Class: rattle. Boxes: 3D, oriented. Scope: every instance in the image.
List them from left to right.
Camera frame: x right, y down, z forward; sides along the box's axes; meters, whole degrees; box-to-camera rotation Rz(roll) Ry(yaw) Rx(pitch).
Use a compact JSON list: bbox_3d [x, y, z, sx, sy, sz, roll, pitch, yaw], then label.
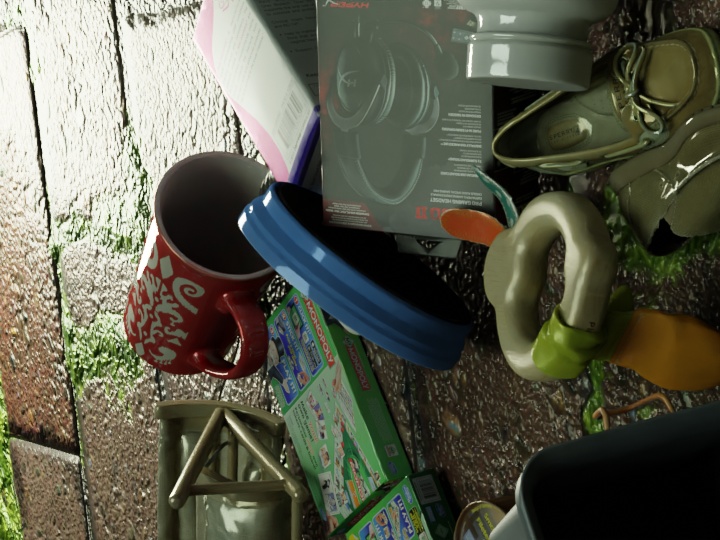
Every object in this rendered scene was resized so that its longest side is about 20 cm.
[{"bbox_3d":[0.152,0.000,1.399,0.200,0.142,0.131,-137,42,-67],"label":"rattle"}]

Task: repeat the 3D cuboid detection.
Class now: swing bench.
[{"bbox_3d":[-0.123,0.248,1.905,0.200,0.129,0.200,-112,22,-67],"label":"swing bench"}]

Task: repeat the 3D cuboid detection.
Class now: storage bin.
[{"bbox_3d":[0.177,0.163,1.322,0.134,0.199,0.146,129,125,-64],"label":"storage bin"}]

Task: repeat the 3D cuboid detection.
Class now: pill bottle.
[{"bbox_3d":[0.118,-0.220,1.342,0.111,0.111,0.201,7,92,59],"label":"pill bottle"}]

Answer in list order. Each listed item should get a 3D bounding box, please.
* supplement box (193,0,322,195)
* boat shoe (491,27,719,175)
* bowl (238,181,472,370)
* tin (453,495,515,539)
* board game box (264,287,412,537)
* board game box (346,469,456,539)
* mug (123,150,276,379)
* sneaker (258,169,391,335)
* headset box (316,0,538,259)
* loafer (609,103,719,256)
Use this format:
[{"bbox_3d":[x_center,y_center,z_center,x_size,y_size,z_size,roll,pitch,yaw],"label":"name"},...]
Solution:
[{"bbox_3d":[-0.047,-0.165,1.687,0.200,0.103,0.101,58,144,31],"label":"supplement box"},{"bbox_3d":[0.165,-0.108,1.373,0.200,0.063,0.074,-18,82,57],"label":"boat shoe"},{"bbox_3d":[0.000,0.000,1.578,0.039,0.200,0.201,-55,45,11],"label":"bowl"},{"bbox_3d":[0.134,0.263,1.568,0.200,0.042,0.112,62,150,28],"label":"tin"},{"bbox_3d":[-0.027,0.116,1.809,0.135,0.029,0.201,-49,57,53],"label":"board game box"},{"bbox_3d":[0.058,0.282,1.697,0.135,0.029,0.201,-50,56,52],"label":"board game box"},{"bbox_3d":[-0.148,0.019,1.871,0.200,0.133,0.178,121,162,-54],"label":"mug"},{"bbox_3d":[-0.029,-0.025,1.737,0.099,0.070,0.201,-53,50,56],"label":"sneaker"},{"bbox_3d":[0.050,-0.110,1.508,0.148,0.077,0.201,8,105,30],"label":"headset box"},{"bbox_3d":[0.225,-0.060,1.286,0.200,0.076,0.068,143,113,-68],"label":"loafer"}]
